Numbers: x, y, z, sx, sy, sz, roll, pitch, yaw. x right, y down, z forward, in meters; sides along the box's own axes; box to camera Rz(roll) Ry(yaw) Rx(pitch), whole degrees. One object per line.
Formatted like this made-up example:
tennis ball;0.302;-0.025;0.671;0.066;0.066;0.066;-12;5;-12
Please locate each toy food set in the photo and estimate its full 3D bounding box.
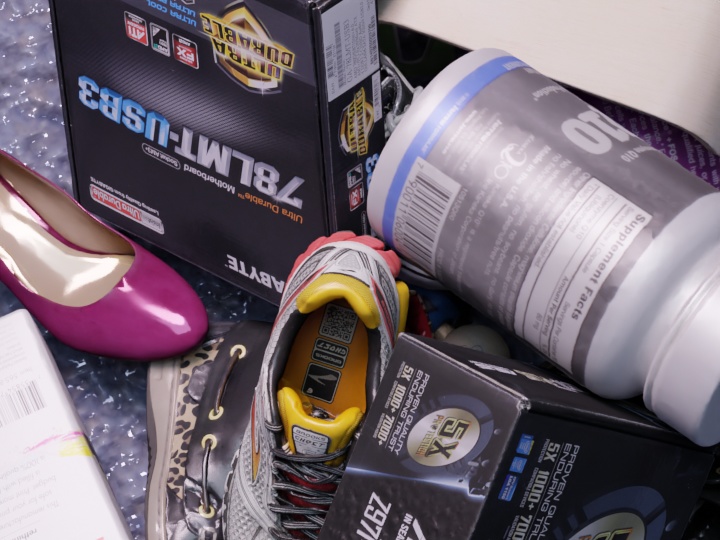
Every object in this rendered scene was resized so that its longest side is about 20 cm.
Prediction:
toy food set;0.116;-0.159;1.329;0.200;0.060;0.144;21;83;13

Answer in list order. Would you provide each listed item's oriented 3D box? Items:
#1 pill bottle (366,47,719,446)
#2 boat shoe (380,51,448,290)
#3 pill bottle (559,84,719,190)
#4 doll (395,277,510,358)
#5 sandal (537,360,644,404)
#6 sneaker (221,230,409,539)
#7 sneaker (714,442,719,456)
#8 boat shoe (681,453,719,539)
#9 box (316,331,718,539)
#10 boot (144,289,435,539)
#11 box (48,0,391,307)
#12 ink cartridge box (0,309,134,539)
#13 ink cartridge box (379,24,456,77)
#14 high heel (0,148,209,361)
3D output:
pill bottle;0.111;-0.010;1.235;0.200;0.114;0.114;36;75;22
boat shoe;0.004;-0.076;1.336;0.074;0.068;0.200;-33;94;-15
pill bottle;0.159;-0.068;1.376;0.199;0.112;0.113;-14;68;-1
doll;0.000;0.000;1.396;0.200;0.048;0.137;40;85;14
sandal;0.162;0.027;1.360;0.200;0.082;0.055;-32;50;-10
sneaker;-0.028;0.084;1.242;0.078;0.082;0.201;9;101;4
sneaker;0.205;0.050;1.300;0.076;0.087;0.200;-35;73;35
boat shoe;0.194;0.130;1.324;0.074;0.063;0.201;41;76;20
box;0.059;0.147;1.231;0.086;0.164;0.200;27;97;41
boot;-0.030;0.107;1.328;0.150;0.073;0.201;-14;60;17
box;-0.073;-0.088;1.306;0.200;0.199;0.050;27;45;34
ink cartridge box;-0.183;0.136;1.347;0.115;0.068;0.200;-24;68;-4
ink cartridge box;-0.050;-0.146;1.427;0.199;0.104;0.059;-4;69;3
high heel;-0.167;-0.019;1.365;0.200;0.096;0.067;22;61;29
